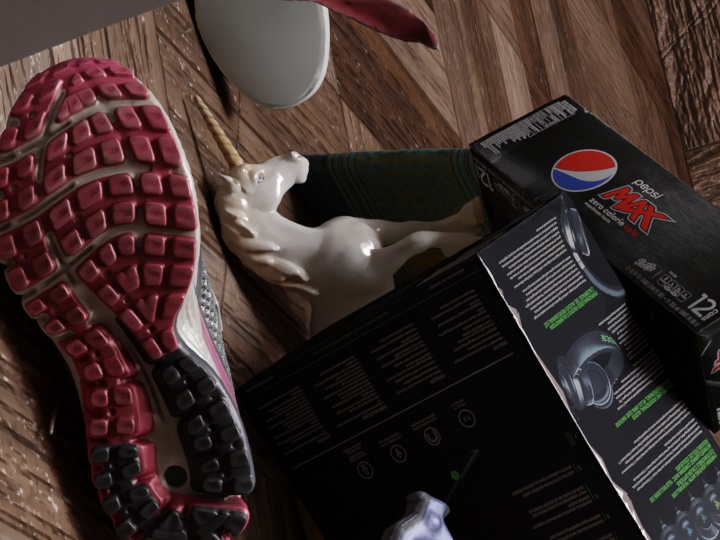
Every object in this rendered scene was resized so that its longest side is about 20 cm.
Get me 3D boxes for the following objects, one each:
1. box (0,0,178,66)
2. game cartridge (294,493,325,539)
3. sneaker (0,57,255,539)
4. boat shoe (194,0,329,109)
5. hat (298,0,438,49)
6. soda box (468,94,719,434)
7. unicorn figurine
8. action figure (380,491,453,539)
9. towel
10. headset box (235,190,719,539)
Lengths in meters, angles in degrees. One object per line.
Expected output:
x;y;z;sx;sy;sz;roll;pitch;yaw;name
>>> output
-0.131;-0.172;0.850;0.199;0.199;0.131;46;28;-63;box
0.026;0.185;1.396;0.176;0.032;0.201;-46;117;-74;game cartridge
-0.096;0.014;1.045;0.075;0.080;0.201;-112;-170;-79;sneaker
-0.061;-0.184;1.409;0.064;0.070;0.201;-19;90;-75;boat shoe
-0.091;-0.185;1.066;0.200;0.175;0.166;57;22;-49;hat
0.136;-0.007;1.294;0.200;0.063;0.071;44;-22;47;soda box
0.000;0.000;1.361;0.074;0.137;0.201;-104;-175;-55;unicorn figurine
-0.013;0.207;1.162;0.194;0.104;0.200;58;45;-28;action figure
0.070;-0.015;1.477;0.022;0.199;0.147;-62;139;-37;towel
0.069;0.094;1.252;0.093;0.174;0.200;-33;91;-50;headset box
